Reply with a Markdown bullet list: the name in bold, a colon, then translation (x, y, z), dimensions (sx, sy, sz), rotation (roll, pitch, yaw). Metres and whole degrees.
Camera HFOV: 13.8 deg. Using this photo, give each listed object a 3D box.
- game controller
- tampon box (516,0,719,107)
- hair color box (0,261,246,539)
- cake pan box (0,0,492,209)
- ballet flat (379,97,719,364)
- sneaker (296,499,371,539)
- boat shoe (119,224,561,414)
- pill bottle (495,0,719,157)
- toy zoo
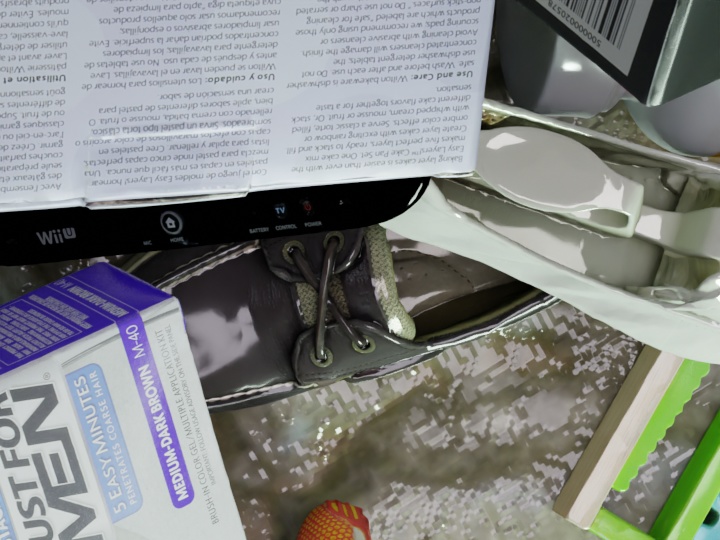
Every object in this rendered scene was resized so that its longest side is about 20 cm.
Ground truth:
- **game controller**: translation (-0.067, -0.058, 0.957), dimensions (0.199, 0.042, 0.105), rotation (-6, 98, 32)
- **tampon box**: translation (0.120, -0.166, 0.908), dimensions (0.200, 0.150, 0.127), rotation (-23, 143, -37)
- **hair color box**: translation (-0.140, 0.088, 0.939), dimensions (0.200, 0.065, 0.110), rotation (-25, 113, -22)
- **cake pan box**: translation (-0.057, -0.109, 0.808), dimensions (0.199, 0.052, 0.185), rotation (-6, 118, -17)
- **ballet flat**: translation (0.093, -0.014, 0.977), dimensions (0.199, 0.069, 0.070), rotation (18, 91, -12)
- **sneaker**: translation (-0.026, 0.179, 1.031), dimensions (0.077, 0.073, 0.201), rotation (6, 91, -4)
- **boat shoe**: translation (0.000, 0.000, 1.020), dimensions (0.199, 0.065, 0.073), rotation (-22, 99, -11)
- **pill bottle**: translation (0.153, -0.095, 1.022), dimensions (0.199, 0.113, 0.113), rotation (0, 95, -13)
- **toy zoo**: translation (0.186, 0.081, 1.094), dimensions (0.200, 0.020, 0.131), rotation (31, 88, -14)
